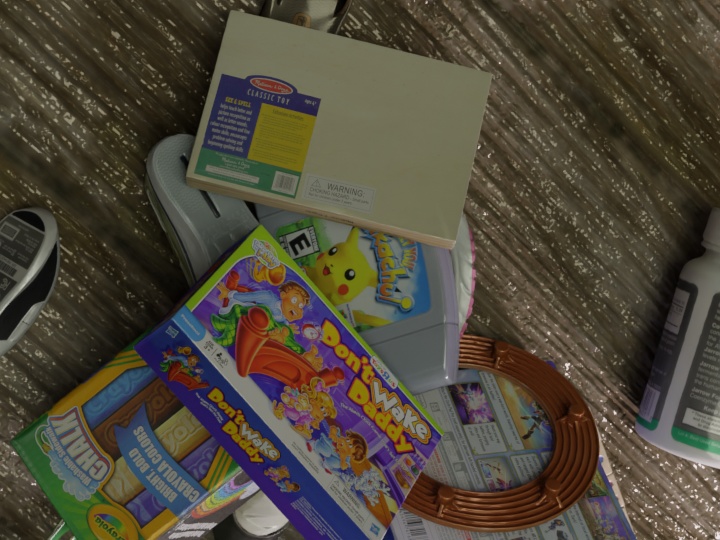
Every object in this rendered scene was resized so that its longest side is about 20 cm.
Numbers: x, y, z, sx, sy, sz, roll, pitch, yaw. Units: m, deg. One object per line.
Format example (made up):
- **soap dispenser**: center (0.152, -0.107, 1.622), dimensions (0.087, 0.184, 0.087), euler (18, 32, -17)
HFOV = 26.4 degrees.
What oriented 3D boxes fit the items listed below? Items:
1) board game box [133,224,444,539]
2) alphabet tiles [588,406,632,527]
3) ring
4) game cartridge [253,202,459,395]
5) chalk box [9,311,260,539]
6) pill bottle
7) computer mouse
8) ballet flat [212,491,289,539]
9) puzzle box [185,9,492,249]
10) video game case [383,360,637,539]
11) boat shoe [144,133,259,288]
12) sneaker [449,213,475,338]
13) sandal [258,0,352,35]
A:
- **board game box**: center (-0.043, 0.083, 1.037), dimensions (0.045, 0.135, 0.200), euler (-36, 100, 36)
- **alphabet tiles**: center (0.131, 0.178, 1.292), dimensions (0.167, 0.008, 0.201), euler (-25, 107, -11)
- **ring**: center (0.086, 0.116, 1.174), dimensions (0.200, 0.201, 0.019), euler (-3, 133, -16)
- **game cartridge**: center (0.000, 0.000, 1.136), dimensions (0.133, 0.040, 0.201), euler (-18, 79, 14)
- **chalk box**: center (-0.158, 0.140, 1.108), dimensions (0.200, 0.125, 0.124), euler (-37, 77, 0)
- **pill bottle**: center (0.307, 0.057, 1.265), dimensions (0.113, 0.113, 0.201), euler (14, 97, -19)
- **computer mouse**: center (-0.272, 0.047, 1.104), dimensions (0.200, 0.110, 0.044), euler (-56, 136, -8)
- **ballet flat**: center (-0.067, 0.143, 1.191), dimensions (0.068, 0.068, 0.201), euler (13, 97, -21)
- **puzzle box**: center (-0.015, -0.102, 1.103), dimensions (0.199, 0.025, 0.134), euler (14, 76, 0)
- **video game case**: center (0.093, 0.161, 1.174), dimensions (0.180, 0.200, 0.046), euler (-5, 134, -15)
- **boat shoe**: center (-0.097, -0.007, 1.127), dimensions (0.072, 0.062, 0.201), euler (-25, 86, -20)
- **sneaker**: center (0.041, -0.039, 1.195), dimensions (0.086, 0.080, 0.201), euler (-2, 94, -4)
- **sandal**: center (-0.037, -0.222, 1.135), dimensions (0.081, 0.055, 0.201), euler (13, 98, -18)
